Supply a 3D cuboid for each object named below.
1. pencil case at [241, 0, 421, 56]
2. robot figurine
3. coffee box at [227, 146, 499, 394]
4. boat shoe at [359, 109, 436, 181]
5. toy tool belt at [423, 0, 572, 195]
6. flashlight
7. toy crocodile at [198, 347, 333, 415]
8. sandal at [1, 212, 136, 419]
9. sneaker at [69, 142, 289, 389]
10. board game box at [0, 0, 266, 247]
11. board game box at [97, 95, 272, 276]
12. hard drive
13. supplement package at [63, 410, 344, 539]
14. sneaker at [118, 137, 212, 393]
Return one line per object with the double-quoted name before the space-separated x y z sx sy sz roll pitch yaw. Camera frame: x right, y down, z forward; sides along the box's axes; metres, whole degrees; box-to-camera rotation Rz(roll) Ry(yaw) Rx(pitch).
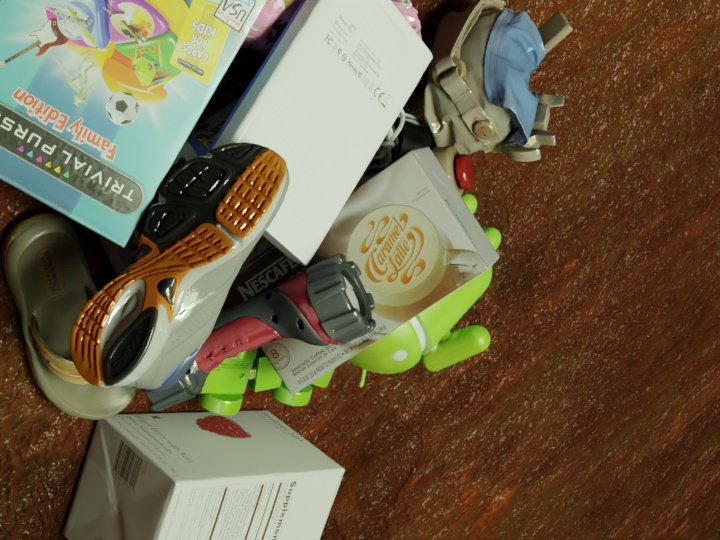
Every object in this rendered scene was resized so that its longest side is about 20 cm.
"pencil case" -0.039 -0.203 0.946 0.199 0.082 0.087 8 94 -48
"robot figurine" 0.044 0.014 1.132 0.200 0.115 0.176 -44 109 -23
"coffee box" 0.000 0.000 1.000 0.199 0.115 0.080 -33 180 16
"boat shoe" 0.004 -0.110 1.018 0.199 0.068 0.074 2 98 -62
"toy tool belt" 0.123 -0.150 1.058 0.125 0.122 0.201 57 35 -47
"flashlight" -0.087 0.055 0.954 0.199 0.068 0.068 -26 99 15
"toy crocodile" -0.096 0.085 1.084 0.199 0.062 0.068 -1 112 -41
"sandal" -0.219 0.047 0.927 0.080 0.054 0.201 -34 135 -28
"sneaker" -0.118 -0.001 0.840 0.200 0.076 0.092 -50 160 -1
"board game box" -0.177 -0.141 0.810 0.150 0.047 0.201 30 90 -20
"board game box" -0.119 -0.057 0.985 0.200 0.035 0.127 -39 136 -23
"hard drive" -0.031 -0.120 0.909 0.201 0.025 0.132 -59 138 -10
"supplement package" -0.135 0.203 1.057 0.199 0.121 0.120 6 108 -48
"sneaker" -0.151 -0.007 0.902 0.082 0.074 0.201 10 97 -49
